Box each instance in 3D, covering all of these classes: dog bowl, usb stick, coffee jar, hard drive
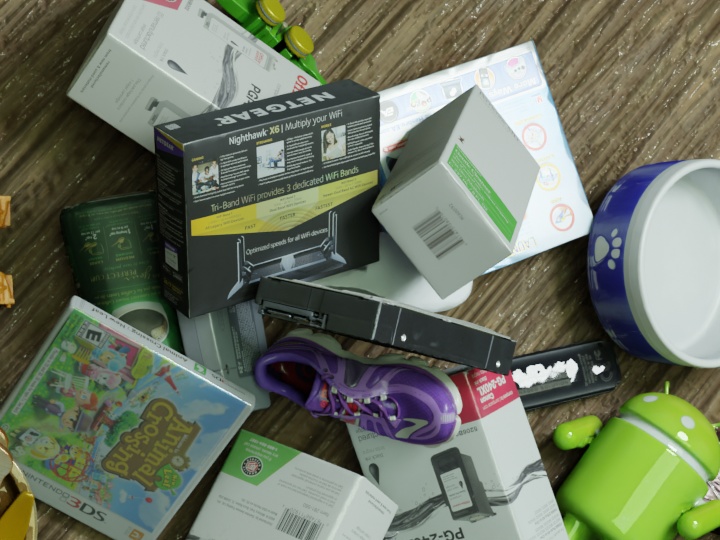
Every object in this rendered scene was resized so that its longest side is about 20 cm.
[{"bbox_3d":[0.318,-0.007,1.820,0.198,0.078,0.203,-1,92,-36],"label":"dog bowl"},{"bbox_3d":[0.160,0.109,1.805,0.198,0.033,0.056,-11,81,-20],"label":"usb stick"},{"bbox_3d":[-0.203,0.035,1.653,0.103,0.085,0.202,-9,87,-12],"label":"coffee jar"},{"bbox_3d":[0.023,0.047,1.583,0.199,0.139,0.038,16,86,-49],"label":"hard drive"}]

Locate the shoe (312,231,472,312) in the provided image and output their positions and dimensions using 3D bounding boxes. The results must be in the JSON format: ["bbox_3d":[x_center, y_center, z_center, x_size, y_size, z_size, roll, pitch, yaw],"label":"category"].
[{"bbox_3d":[0.000,0.000,1.721,0.198,0.091,0.072,7,84,-12],"label":"shoe"}]

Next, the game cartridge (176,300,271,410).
[{"bbox_3d":[-0.126,0.030,1.663,0.040,0.133,0.202,-10,87,13],"label":"game cartridge"}]

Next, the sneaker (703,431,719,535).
[{"bbox_3d":[0.407,0.219,1.860,0.198,0.076,0.117,22,74,-16],"label":"sneaker"}]

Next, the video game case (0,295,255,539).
[{"bbox_3d":[-0.216,0.138,1.604,0.181,0.022,0.201,30,119,-14],"label":"video game case"}]

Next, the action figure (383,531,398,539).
[{"bbox_3d":[-0.019,0.316,1.675,0.069,0.130,0.201,33,81,-28],"label":"action figure"}]

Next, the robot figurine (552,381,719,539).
[{"bbox_3d":[0.266,0.204,1.781,0.175,0.116,0.201,34,80,28],"label":"robot figurine"}]

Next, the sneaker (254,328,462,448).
[{"bbox_3d":[-0.006,0.114,1.643,0.083,0.198,0.082,-26,126,-60],"label":"sneaker"}]

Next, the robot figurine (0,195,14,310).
[{"bbox_3d":[-0.401,-0.013,1.604,0.198,0.058,0.147,-1,84,-20],"label":"robot figurine"}]

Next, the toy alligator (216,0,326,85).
[{"bbox_3d":[-0.066,-0.201,1.750,0.200,0.059,0.054,47,29,-14],"label":"toy alligator"}]

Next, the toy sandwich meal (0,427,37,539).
[{"bbox_3d":[-0.362,0.215,1.570,0.203,0.070,0.208,0,91,-11],"label":"toy sandwich meal"}]

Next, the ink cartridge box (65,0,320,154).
[{"bbox_3d":[-0.145,-0.163,1.664,0.199,0.083,0.147,34,34,-13],"label":"ink cartridge box"}]

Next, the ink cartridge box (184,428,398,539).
[{"bbox_3d":[-0.080,0.262,1.637,0.084,0.145,0.201,44,68,-51],"label":"ink cartridge box"}]

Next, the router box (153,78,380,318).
[{"bbox_3d":[-0.076,-0.063,1.572,0.198,0.052,0.159,-16,120,-32],"label":"router box"}]

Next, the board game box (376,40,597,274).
[{"bbox_3d":[0.105,-0.097,1.795,0.198,0.056,0.198,-19,91,-20],"label":"board game box"}]

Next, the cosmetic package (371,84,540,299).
[{"bbox_3d":[0.088,-0.073,1.650,0.085,0.200,0.108,-34,104,26],"label":"cosmetic package"}]

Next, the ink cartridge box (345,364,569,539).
[{"bbox_3d":[0.089,0.195,1.703,0.083,0.144,0.202,-20,90,-58],"label":"ink cartridge box"}]
